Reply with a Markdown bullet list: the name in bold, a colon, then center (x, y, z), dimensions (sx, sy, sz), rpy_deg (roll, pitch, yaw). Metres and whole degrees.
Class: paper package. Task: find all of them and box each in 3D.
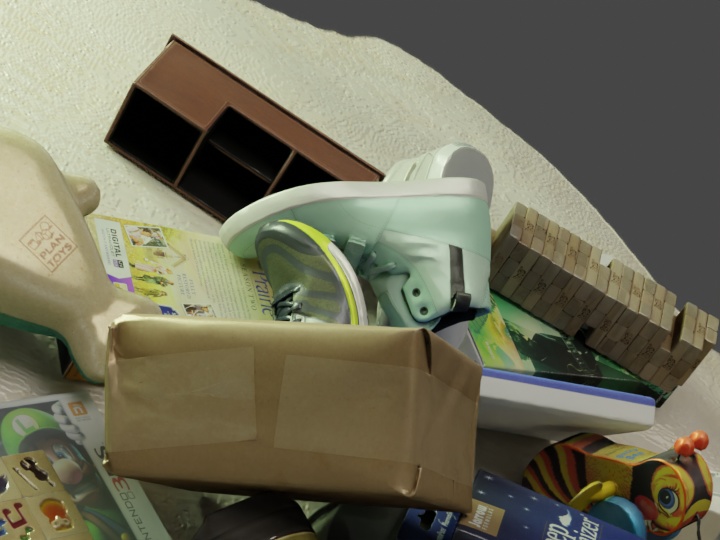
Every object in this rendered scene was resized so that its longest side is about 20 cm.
- **paper package**: center (-0.037, 0.092, 1.432), dimensions (0.199, 0.104, 0.191), rpy_deg (2, -8, 15)

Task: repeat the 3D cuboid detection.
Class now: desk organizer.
- **desk organizer**: center (-0.091, -0.086, 1.748), dimensions (0.200, 0.072, 0.077), rpy_deg (33, 38, 0)

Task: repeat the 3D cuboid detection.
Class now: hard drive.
- **hard drive**: center (0.094, 0.094, 1.645), dimensions (0.199, 0.132, 0.025), rpy_deg (11, 77, -28)

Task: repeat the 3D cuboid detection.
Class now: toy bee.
- **toy bee**: center (0.212, 0.154, 1.623), dimensions (0.199, 0.109, 0.131), rpy_deg (16, 23, 17)

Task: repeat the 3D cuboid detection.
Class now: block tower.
- **block tower**: center (0.185, 0.021, 1.793), dimensions (0.200, 0.058, 0.054), rpy_deg (29, 35, -6)

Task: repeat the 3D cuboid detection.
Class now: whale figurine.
- **whale figurine**: center (-0.231, -0.003, 1.522), dimensions (0.200, 0.104, 0.159), rpy_deg (41, 53, -2)

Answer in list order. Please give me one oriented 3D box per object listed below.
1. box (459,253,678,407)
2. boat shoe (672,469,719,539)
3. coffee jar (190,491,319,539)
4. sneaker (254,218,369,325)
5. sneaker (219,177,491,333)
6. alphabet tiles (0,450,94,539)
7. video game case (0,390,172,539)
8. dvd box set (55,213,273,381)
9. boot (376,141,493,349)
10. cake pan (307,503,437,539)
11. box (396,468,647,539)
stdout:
- **box**: center (0.146, 0.040, 1.817), dimensions (0.200, 0.036, 0.145), rpy_deg (5, 45, -32)
- **boat shoe**: center (0.300, 0.189, 1.747), dimensions (0.199, 0.072, 0.069), rpy_deg (10, 42, -16)
- **coffee jar**: center (-0.038, 0.238, 1.371), dimensions (0.085, 0.104, 0.200), rpy_deg (-21, 67, -17)
- **sneaker**: center (-0.036, 0.056, 1.575), dimensions (0.081, 0.074, 0.200), rpy_deg (-10, 69, -33)
- **sneaker**: center (0.000, 0.000, 1.649), dimensions (0.200, 0.074, 0.119), rpy_deg (-6, 74, -5)
- **alphabet tiles**: center (-0.251, 0.161, 1.359), dimensions (0.200, 0.008, 0.167), rpy_deg (-6, 52, -43)
- **video game case**: center (-0.215, 0.160, 1.413), dimensions (0.200, 0.023, 0.182), rpy_deg (-7, 52, -42)
- **dvd box set**: center (-0.127, 0.029, 1.622), dimensions (0.199, 0.029, 0.147), rpy_deg (10, 43, -28)
- **boot**: center (0.039, 0.000, 1.750), dimensions (0.073, 0.095, 0.200), rpy_deg (30, 67, -29)
- **cake pan**: center (0.046, 0.223, 1.531), dimensions (0.200, 0.037, 0.201), rpy_deg (21, 38, -18)
- **box**: center (0.127, 0.189, 1.513), dimensions (0.199, 0.032, 0.121), rpy_deg (22, 17, 4)
